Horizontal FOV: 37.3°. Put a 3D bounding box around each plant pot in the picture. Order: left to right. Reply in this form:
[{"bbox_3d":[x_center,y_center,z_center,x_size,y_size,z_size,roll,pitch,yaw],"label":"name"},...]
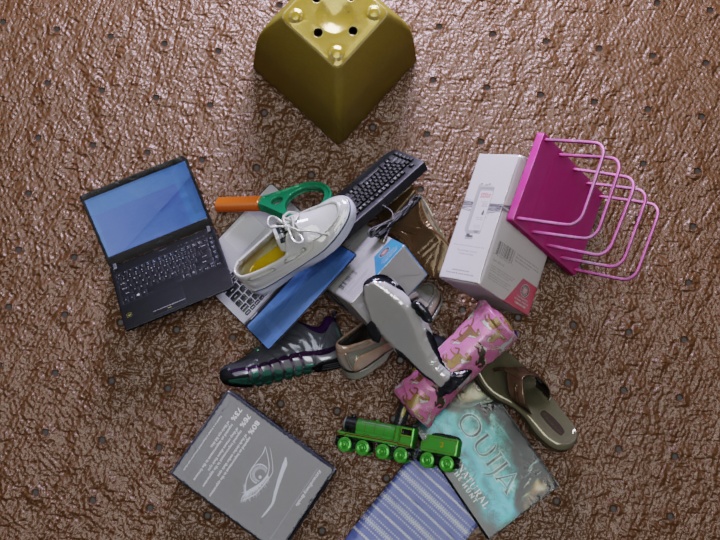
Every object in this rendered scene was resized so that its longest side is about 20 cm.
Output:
[{"bbox_3d":[-0.038,-0.347,1.607,0.195,0.200,0.195,42,83,4],"label":"plant pot"}]

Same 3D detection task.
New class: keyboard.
[{"bbox_3d":[0.025,-0.104,1.583,0.126,0.021,0.200,31,61,34],"label":"keyboard"}]

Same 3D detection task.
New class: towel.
[{"bbox_3d":[0.088,0.377,1.598,0.144,0.024,0.201,40,81,6],"label":"towel"}]

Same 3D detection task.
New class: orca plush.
[{"bbox_3d":[0.082,0.076,1.496,0.199,0.105,0.071,40,39,-4],"label":"orca plush"}]

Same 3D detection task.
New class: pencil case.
[{"bbox_3d":[0.137,0.137,1.556,0.200,0.086,0.083,-45,43,2],"label":"pencil case"}]

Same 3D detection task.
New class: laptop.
[{"bbox_3d":[-0.306,-0.042,1.601,0.175,0.104,0.202,-22,53,-3],"label":"laptop"},{"bbox_3d":[-0.134,-0.011,1.589,0.200,0.116,0.187,43,84,9],"label":"laptop"}]

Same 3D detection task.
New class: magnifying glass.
[{"bbox_3d":[-0.132,-0.101,1.616,0.197,0.023,0.080,2,45,24],"label":"magnifying glass"}]

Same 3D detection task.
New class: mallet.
[{"bbox_3d":[0.065,0.183,1.617,0.065,0.041,0.202,26,86,1],"label":"mallet"}]

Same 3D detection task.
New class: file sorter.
[{"bbox_3d":[0.333,-0.088,1.558,0.124,0.199,0.141,11,74,43],"label":"file sorter"}]

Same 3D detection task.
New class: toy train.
[{"bbox_3d":[0.056,0.255,1.577,0.197,0.042,0.057,8,82,18],"label":"toy train"}]

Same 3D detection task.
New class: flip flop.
[{"bbox_3d":[0.249,0.183,1.588,0.081,0.058,0.200,-33,72,-33],"label":"flip flop"}]

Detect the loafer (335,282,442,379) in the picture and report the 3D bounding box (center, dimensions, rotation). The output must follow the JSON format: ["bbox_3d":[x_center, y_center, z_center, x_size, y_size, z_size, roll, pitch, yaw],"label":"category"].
[{"bbox_3d":[0.044,0.078,1.589,0.199,0.072,0.063,-41,128,-21],"label":"loafer"}]

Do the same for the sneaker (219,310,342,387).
[{"bbox_3d":[-0.120,0.118,1.610,0.197,0.075,0.089,-10,72,-14],"label":"sneaker"}]

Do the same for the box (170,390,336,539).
[{"bbox_3d":[-0.153,0.293,1.559,0.199,0.104,0.149,36,82,3],"label":"box"}]

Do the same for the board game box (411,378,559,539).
[{"bbox_3d":[0.185,0.277,1.596,0.134,0.028,0.201,-34,80,-10],"label":"board game box"}]

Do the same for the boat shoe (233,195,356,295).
[{"bbox_3d":[-0.102,-0.048,1.519,0.201,0.086,0.075,-34,55,14],"label":"boat shoe"}]

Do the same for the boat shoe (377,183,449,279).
[{"bbox_3d":[0.081,-0.069,1.643,0.073,0.063,0.202,-33,77,8],"label":"boat shoe"}]

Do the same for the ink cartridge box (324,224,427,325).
[{"bbox_3d":[0.000,0.000,1.591,0.116,0.200,0.067,-47,119,-6],"label":"ink cartridge box"}]

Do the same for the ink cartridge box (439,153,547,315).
[{"bbox_3d":[0.216,-0.054,1.594,0.082,0.146,0.203,10,77,44],"label":"ink cartridge box"}]
